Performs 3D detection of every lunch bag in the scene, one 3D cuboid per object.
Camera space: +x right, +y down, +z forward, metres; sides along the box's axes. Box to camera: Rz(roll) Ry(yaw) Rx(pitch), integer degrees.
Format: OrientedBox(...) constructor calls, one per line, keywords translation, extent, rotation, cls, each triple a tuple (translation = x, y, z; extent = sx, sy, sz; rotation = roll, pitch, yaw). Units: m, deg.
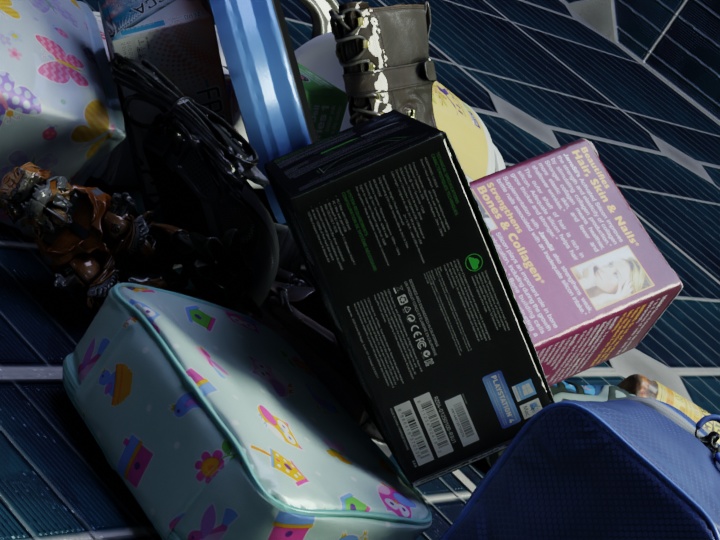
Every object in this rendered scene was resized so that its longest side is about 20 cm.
OrientedBox(translation=(0.133, 0.158, 1.015), extent=(0.136, 0.200, 0.132), rotation=(45, 18, 25), cls="lunch bag")
OrientedBox(translation=(-0.259, -0.133, 1.220), extent=(0.170, 0.127, 0.200), rotation=(21, 32, -33), cls="lunch bag")
OrientedBox(translation=(-0.060, 0.099, 1.034), extent=(0.160, 0.077, 0.200), rotation=(20, 24, -50), cls="lunch bag")

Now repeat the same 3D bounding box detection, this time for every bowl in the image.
OrientedBox(translation=(-0.062, -0.132, 1.242), extent=(0.201, 0.039, 0.201), rotation=(-16, 90, -89), cls="bowl")

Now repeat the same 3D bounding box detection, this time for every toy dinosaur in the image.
OrientedBox(translation=(-0.132, -0.003, 1.158), extent=(0.200, 0.102, 0.136), rotation=(10, 16, -46), cls="toy dinosaur")

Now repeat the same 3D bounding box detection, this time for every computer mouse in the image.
OrientedBox(translation=(-0.088, -0.046, 1.197), extent=(0.138, 0.053, 0.200), rotation=(43, -23, 33), cls="computer mouse")

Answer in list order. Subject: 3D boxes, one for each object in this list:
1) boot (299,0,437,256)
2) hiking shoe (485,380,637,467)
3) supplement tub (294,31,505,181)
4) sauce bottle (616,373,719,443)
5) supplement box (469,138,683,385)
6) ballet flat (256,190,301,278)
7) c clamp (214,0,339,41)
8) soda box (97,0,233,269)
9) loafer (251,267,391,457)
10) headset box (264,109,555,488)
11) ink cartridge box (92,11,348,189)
OrientedBox(translation=(0.003, -0.106, 1.367), extent=(0.069, 0.174, 0.200), rotation=(-6, 12, 34), cls="boot")
OrientedBox(translation=(0.138, 0.098, 1.392), extent=(0.087, 0.074, 0.200), rotation=(45, 20, 29), cls="hiking shoe")
OrientedBox(translation=(0.022, -0.095, 1.549), extent=(0.145, 0.145, 0.200), rotation=(46, 9, 34), cls="supplement tub")
OrientedBox(translation=(0.288, 0.155, 1.526), extent=(0.200, 0.066, 0.066), rotation=(30, 18, -12), cls="sauce bottle")
OrientedBox(translation=(0.095, 0.014, 1.294), extent=(0.200, 0.103, 0.131), rotation=(-21, 67, -25), cls="supplement box")
OrientedBox(translation=(-0.071, -0.045, 1.425), extent=(0.066, 0.057, 0.200), rotation=(26, 19, -25), cls="ballet flat")
OrientedBox(translation=(-0.102, -0.176, 1.548), extent=(0.171, 0.200, 0.027), rotation=(46, -18, -25), cls="c clamp")
OrientedBox(translation=(-0.121, -0.098, 1.250), extent=(0.068, 0.200, 0.064), rotation=(-15, 43, -8), cls="soda box")
OrientedBox(translation=(-0.026, 0.043, 1.264), extent=(0.072, 0.063, 0.200), rotation=(14, 26, -47), cls="loafer")
OrientedBox(translation=(0.023, 0.008, 1.093), extent=(0.200, 0.093, 0.174), rotation=(-133, -159, -79), cls="headset box")
OrientedBox(translation=(-0.134, -0.126, 1.398), extent=(0.200, 0.084, 0.145), rotation=(0, 27, -43), cls="ink cartridge box")
